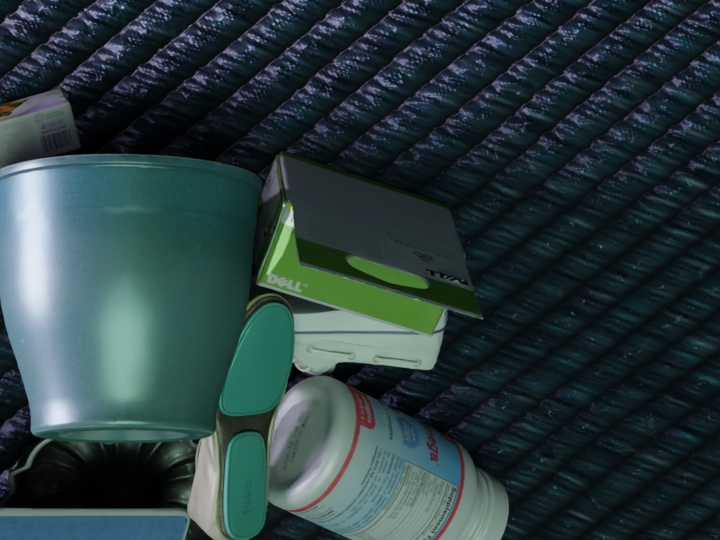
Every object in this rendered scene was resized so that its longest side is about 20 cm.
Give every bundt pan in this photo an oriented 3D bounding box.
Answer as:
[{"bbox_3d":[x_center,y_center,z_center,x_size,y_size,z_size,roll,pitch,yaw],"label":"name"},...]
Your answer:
[{"bbox_3d":[-0.193,0.188,1.759,0.200,0.076,0.203,-3,116,-5],"label":"bundt pan"}]

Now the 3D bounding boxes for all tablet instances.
[{"bbox_3d":[-0.237,0.239,1.699,0.199,0.014,0.131,3,117,-28],"label":"tablet"}]

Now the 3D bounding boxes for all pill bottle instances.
[{"bbox_3d":[0.022,0.168,1.743,0.199,0.109,0.109,28,110,-34],"label":"pill bottle"}]

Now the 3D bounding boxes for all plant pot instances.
[{"bbox_3d":[-0.169,0.028,1.578,0.198,0.200,0.190,0,81,-6],"label":"plant pot"}]

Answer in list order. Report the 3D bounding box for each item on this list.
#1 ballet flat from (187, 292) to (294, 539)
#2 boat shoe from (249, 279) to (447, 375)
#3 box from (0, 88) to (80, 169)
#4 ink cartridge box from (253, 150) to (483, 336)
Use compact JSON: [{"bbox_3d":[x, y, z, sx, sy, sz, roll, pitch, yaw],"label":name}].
[{"bbox_3d":[-0.097,0.109,1.669,0.069,0.069,0.202,9,100,-10],"label":"ballet flat"},{"bbox_3d":[-0.030,0.051,1.713,0.198,0.074,0.066,4,111,-7],"label":"boat shoe"},{"bbox_3d":[-0.308,-0.087,1.615,0.199,0.039,0.042,-18,116,-12],"label":"box"},{"bbox_3d":[0.000,0.000,1.621,0.147,0.200,0.076,17,113,-13],"label":"ink cartridge box"}]
